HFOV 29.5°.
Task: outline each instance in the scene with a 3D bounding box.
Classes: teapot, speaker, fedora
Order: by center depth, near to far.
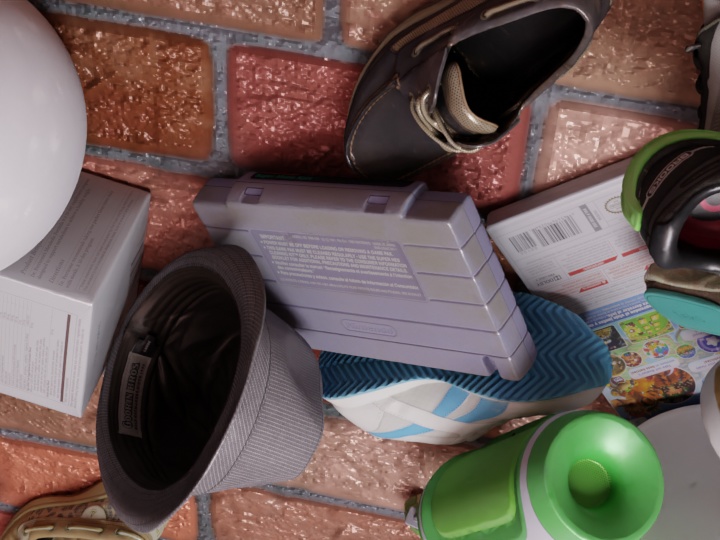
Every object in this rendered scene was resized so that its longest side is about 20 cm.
[{"bbox_3d":[-0.244,-0.088,0.731,0.197,0.146,0.200,-34,86,-4],"label":"teapot"},{"bbox_3d":[0.101,0.139,0.826,0.088,0.089,0.200,28,157,-9],"label":"speaker"},{"bbox_3d":[-0.083,0.078,0.838,0.090,0.177,0.200,24,179,-32],"label":"fedora"}]

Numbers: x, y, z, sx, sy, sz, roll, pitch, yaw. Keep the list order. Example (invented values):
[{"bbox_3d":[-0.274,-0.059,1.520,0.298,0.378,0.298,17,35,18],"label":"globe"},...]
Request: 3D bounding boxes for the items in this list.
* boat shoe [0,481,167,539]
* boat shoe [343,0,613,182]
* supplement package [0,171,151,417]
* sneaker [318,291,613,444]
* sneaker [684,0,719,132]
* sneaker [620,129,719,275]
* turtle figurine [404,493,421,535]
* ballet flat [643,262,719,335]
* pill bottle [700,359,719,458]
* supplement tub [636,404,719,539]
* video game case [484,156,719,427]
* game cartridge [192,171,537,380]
[{"bbox_3d":[-0.234,0.222,1.105,0.200,0.063,0.073,-30,118,36],"label":"boat shoe"},{"bbox_3d":[0.052,-0.103,0.722,0.074,0.073,0.200,35,132,-15],"label":"boat shoe"},{"bbox_3d":[-0.250,-0.008,0.873,0.199,0.110,0.114,18,133,0],"label":"supplement package"},{"bbox_3d":[0.071,0.067,0.869,0.199,0.077,0.081,-5,145,35],"label":"sneaker"},{"bbox_3d":[0.191,-0.093,0.671,0.079,0.074,0.201,23,126,8],"label":"sneaker"},{"bbox_3d":[0.219,-0.018,0.614,0.199,0.084,0.077,-1,125,9],"label":"sneaker"},{"bbox_3d":[0.023,0.244,0.999,0.193,0.200,0.145,-16,91,33],"label":"turtle figurine"},{"bbox_3d":[0.213,0.010,0.690,0.067,0.062,0.200,40,175,-26],"label":"ballet flat"},{"bbox_3d":[0.284,0.040,0.731,0.114,0.115,0.200,28,131,-9],"label":"pill bottle"},{"bbox_3d":[0.238,0.196,0.876,0.145,0.146,0.200,-10,132,24],"label":"supplement tub"},{"bbox_3d":[0.186,0.018,0.829,0.143,0.018,0.200,-21,122,30],"label":"video game case"},{"bbox_3d":[0.000,0.000,0.820,0.199,0.038,0.130,7,132,39],"label":"game cartridge"}]
